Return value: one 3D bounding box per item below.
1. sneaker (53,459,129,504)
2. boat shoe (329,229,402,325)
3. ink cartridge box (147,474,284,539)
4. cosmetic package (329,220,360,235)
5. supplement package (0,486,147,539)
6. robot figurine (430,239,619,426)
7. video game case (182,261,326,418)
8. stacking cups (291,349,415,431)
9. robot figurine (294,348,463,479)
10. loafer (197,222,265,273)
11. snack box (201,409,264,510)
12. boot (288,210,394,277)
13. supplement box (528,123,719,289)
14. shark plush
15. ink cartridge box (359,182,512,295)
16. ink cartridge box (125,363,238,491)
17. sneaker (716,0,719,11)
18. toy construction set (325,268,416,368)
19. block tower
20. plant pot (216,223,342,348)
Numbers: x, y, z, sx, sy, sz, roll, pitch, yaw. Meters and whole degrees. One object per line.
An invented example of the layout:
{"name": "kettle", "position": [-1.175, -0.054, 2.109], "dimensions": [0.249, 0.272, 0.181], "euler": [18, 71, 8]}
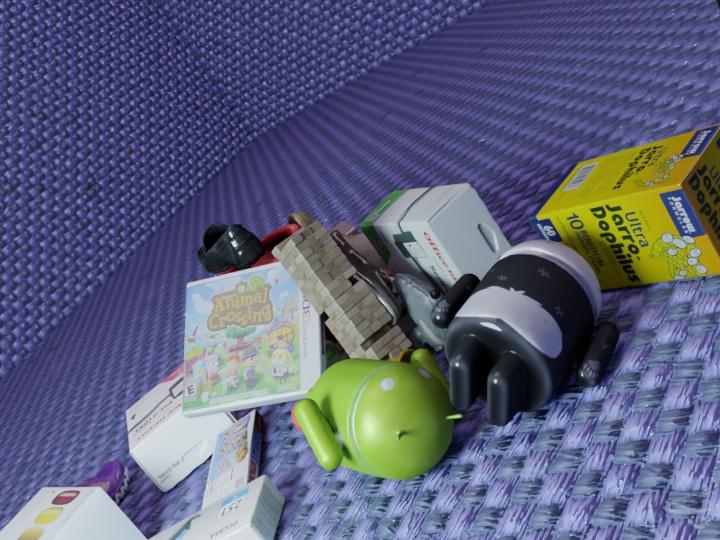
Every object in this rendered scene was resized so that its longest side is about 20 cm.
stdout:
{"name": "sneaker", "position": [-0.429, 0.350, 1.365], "dimensions": [0.080, 0.089, 0.201], "euler": [-21, 22, 43]}
{"name": "boat shoe", "position": [0.000, 0.000, 1.189], "dimensions": [0.057, 0.067, 0.199], "euler": [-36, 43, -17]}
{"name": "ink cartridge box", "position": [-0.184, 0.332, 1.005], "dimensions": [0.198, 0.045, 0.177], "euler": [-32, 17, 16]}
{"name": "cosmetic package", "position": [-0.068, 0.023, 1.483], "dimensions": [0.199, 0.104, 0.087], "euler": [-41, 18, -7]}
{"name": "supplement package", "position": [-0.386, 0.363, 1.204], "dimensions": [0.199, 0.110, 0.114], "euler": [-16, 26, 48]}
{"name": "robot figurine", "position": [0.160, 0.059, 0.908], "dimensions": [0.200, 0.150, 0.125], "euler": [-48, 5, -37]}
{"name": "video game case", "position": [-0.137, 0.083, 1.166], "dimensions": [0.197, 0.022, 0.185], "euler": [-12, 64, 20]}
{"name": "stacking cups", "position": [-0.009, 0.151, 1.100], "dimensions": [0.198, 0.061, 0.061], "euler": [-24, 21, 36]}
{"name": "robot figurine", "position": [0.019, 0.152, 0.949], "dimensions": [0.173, 0.118, 0.199], "euler": [-16, 6, -29]}
{"name": "loafer", "position": [-0.200, -0.039, 1.340], "dimensions": [0.068, 0.071, 0.200], "euler": [-44, 18, -20]}
{"name": "snack box", "position": [-0.166, 0.254, 1.202], "dimensions": [0.071, 0.024, 0.200], "euler": [-35, 17, 9]}
{"name": "boot", "position": [0.000, -0.047, 1.405], "dimensions": [0.154, 0.200, 0.072], "euler": [-41, -13, -22]}
{"name": "supplement box", "position": [0.298, -0.059, 0.964], "dimensions": [0.110, 0.109, 0.199], "euler": [-46, 19, -31]}
{"name": "shark plush", "position": [0.092, 0.058, 1.091], "dimensions": [0.090, 0.084, 0.200], "euler": [-26, 18, -3]}
{"name": "ink cartridge box", "position": [0.104, -0.030, 1.208], "dimensions": [0.083, 0.147, 0.199], "euler": [-42, 17, -18]}
{"name": "ink cartridge box", "position": [-0.272, 0.226, 1.383], "dimensions": [0.144, 0.085, 0.200], "euler": [-39, 17, -7]}
{"name": "sneaker", "position": [0.612, -0.423, 1.383], "dimensions": [0.091, 0.076, 0.200], "euler": [-28, 25, 2]}
{"name": "toy construction set", "position": [0.002, 0.086, 1.220], "dimensions": [0.201, 0.092, 0.131], "euler": [-55, 22, -20]}
{"name": "block tower", "position": [-0.024, 0.033, 1.120], "dimensions": [0.054, 0.201, 0.058], "euler": [-35, -6, -35]}
{"name": "plant pot", "position": [-0.116, 0.064, 1.329], "dimensions": [0.199, 0.184, 0.201], "euler": [-32, 18, 11]}
